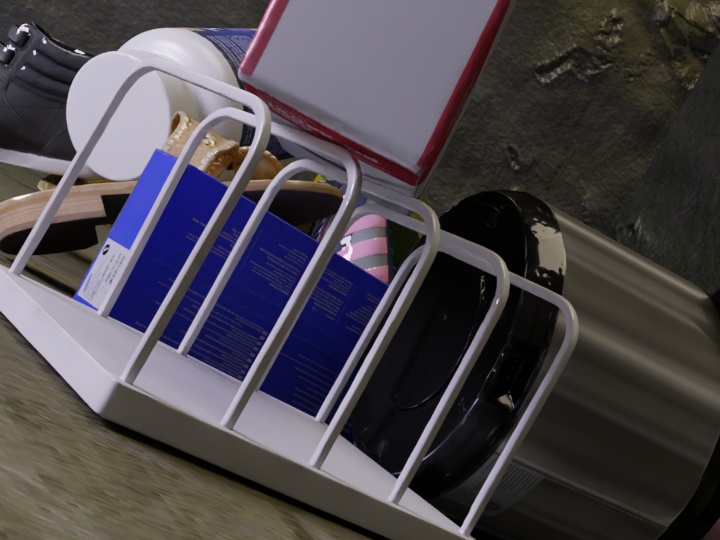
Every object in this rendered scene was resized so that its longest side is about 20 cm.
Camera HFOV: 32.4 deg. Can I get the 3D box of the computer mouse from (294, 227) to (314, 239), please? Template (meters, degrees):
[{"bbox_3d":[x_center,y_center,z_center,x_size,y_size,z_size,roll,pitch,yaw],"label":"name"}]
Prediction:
[{"bbox_3d":[-0.077,0.006,0.817,0.058,0.034,0.200,-11,-10,-26],"label":"computer mouse"}]

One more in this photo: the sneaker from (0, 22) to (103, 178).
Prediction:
[{"bbox_3d":[-0.266,-0.128,0.857,0.198,0.100,0.071,8,11,-16],"label":"sneaker"}]

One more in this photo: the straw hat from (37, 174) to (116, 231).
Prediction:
[{"bbox_3d":[-0.133,-0.017,0.891,0.199,0.086,0.201,6,13,-1],"label":"straw hat"}]

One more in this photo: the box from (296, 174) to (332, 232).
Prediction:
[{"bbox_3d":[-0.019,-0.041,1.043,0.070,0.065,0.200,28,14,-3],"label":"box"}]

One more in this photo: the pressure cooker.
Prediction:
[{"bbox_3d":[0.114,0.071,0.675,0.199,0.180,0.176,25,-10,-21],"label":"pressure cooker"}]

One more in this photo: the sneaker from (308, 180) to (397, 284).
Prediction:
[{"bbox_3d":[0.000,0.000,0.852,0.081,0.202,0.070,22,-22,-10],"label":"sneaker"}]

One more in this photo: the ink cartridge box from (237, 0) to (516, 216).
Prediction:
[{"bbox_3d":[0.021,-0.113,0.548,0.083,0.146,0.200,26,-2,1],"label":"ink cartridge box"}]

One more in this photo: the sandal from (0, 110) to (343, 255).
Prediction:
[{"bbox_3d":[-0.110,-0.060,0.725,0.210,0.070,0.078,-8,-15,-25],"label":"sandal"}]

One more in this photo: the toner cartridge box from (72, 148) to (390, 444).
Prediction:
[{"bbox_3d":[-0.053,0.021,0.701,0.199,0.096,0.043,32,-2,-37],"label":"toner cartridge box"}]

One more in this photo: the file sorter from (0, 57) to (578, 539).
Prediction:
[{"bbox_3d":[-0.028,0.015,0.524,0.199,0.125,0.138,30,-2,-38],"label":"file sorter"}]

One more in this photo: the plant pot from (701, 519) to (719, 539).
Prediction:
[{"bbox_3d":[0.321,0.179,0.877,0.186,0.188,0.200,31,5,-36],"label":"plant pot"}]

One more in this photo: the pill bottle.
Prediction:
[{"bbox_3d":[-0.114,-0.114,0.873,0.110,0.112,0.200,29,20,17],"label":"pill bottle"}]

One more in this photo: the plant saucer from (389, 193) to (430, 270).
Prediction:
[{"bbox_3d":[0.045,-0.021,0.987,0.200,0.031,0.202,-22,90,-82],"label":"plant saucer"}]
